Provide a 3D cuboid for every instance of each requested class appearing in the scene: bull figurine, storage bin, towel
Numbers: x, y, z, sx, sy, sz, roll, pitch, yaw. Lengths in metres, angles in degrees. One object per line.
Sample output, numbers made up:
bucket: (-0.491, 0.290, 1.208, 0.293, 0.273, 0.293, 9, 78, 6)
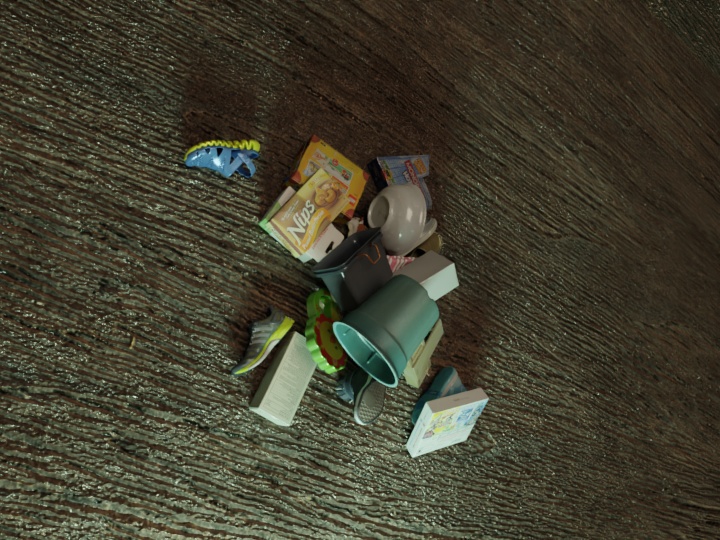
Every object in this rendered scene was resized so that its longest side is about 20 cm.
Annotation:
bull figurine: (-0.001, -0.050, 1.450, 0.120, 0.065, 0.203, -31, 94, -29)
storage bin: (0.000, 0.000, 1.323, 0.200, 0.144, 0.136, -45, 115, -40)
towel: (0.130, 0.035, 1.481, 0.196, 0.030, 0.149, 4, 110, -33)

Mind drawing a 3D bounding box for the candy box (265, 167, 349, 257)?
candy box: (-0.130, -0.146, 1.315, 0.116, 0.055, 0.201, 46, 66, -14)

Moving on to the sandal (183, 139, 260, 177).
sandal: (-0.334, -0.272, 1.295, 0.196, 0.079, 0.089, -11, 88, -30)

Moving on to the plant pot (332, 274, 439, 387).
plant pot: (0.072, 0.129, 1.228, 0.196, 0.199, 0.201, -43, 102, -22)

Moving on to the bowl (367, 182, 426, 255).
bowl: (0.080, -0.149, 1.433, 0.089, 0.199, 0.206, 10, 74, -37)

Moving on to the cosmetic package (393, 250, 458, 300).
cosmetic package: (0.153, 0.037, 1.414, 0.197, 0.113, 0.082, -28, 122, -16)

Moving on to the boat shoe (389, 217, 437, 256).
boat shoe: (0.150, -0.113, 1.545, 0.200, 0.069, 0.072, -39, 114, -28)

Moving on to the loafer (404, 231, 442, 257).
loafer: (0.187, -0.046, 1.559, 0.076, 0.067, 0.200, 51, 61, -13)

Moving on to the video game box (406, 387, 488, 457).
video game box: (0.236, 0.414, 1.431, 0.196, 0.185, 0.047, -5, 41, -31)

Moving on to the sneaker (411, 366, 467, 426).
sneaker: (0.239, 0.390, 1.490, 0.200, 0.079, 0.131, -47, 111, -21)

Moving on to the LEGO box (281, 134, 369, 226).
LEGO box: (-0.091, -0.243, 1.430, 0.198, 0.077, 0.151, 32, 65, -21)

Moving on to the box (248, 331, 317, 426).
box: (-0.178, 0.260, 1.267, 0.094, 0.077, 0.203, 36, 64, -20)

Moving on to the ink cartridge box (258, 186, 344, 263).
ink cartridge box: (-0.151, -0.105, 1.370, 0.199, 0.067, 0.118, 41, 63, -16)

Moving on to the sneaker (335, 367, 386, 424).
sneaker: (-0.009, 0.316, 1.305, 0.077, 0.145, 0.203, 51, 33, -15)

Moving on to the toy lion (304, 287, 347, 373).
toy lion: (-0.081, 0.146, 1.298, 0.191, 0.068, 0.204, -9, 76, -64)

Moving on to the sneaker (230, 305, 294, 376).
sneaker: (-0.247, 0.170, 1.259, 0.081, 0.074, 0.201, 43, 55, -5)

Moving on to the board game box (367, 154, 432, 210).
board game box: (0.146, -0.265, 1.587, 0.198, 0.061, 0.203, -26, 93, -31)

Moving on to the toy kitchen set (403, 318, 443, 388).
toy kitchen set: (0.115, 0.183, 1.464, 0.164, 0.178, 0.202, -54, 147, -24)
